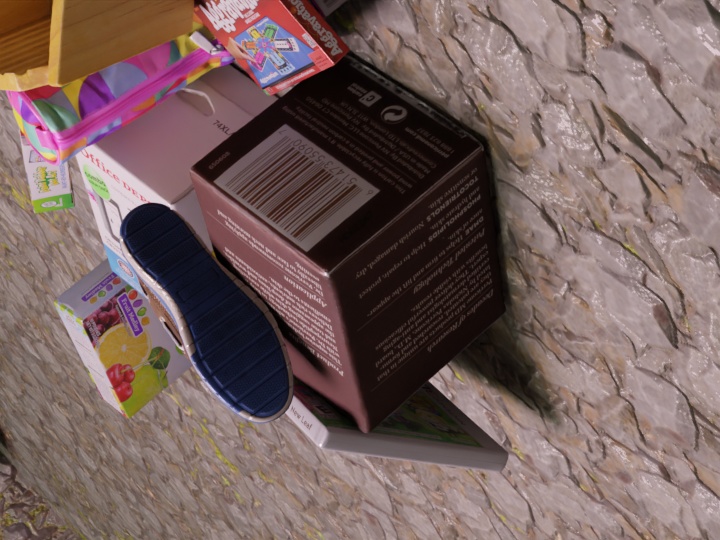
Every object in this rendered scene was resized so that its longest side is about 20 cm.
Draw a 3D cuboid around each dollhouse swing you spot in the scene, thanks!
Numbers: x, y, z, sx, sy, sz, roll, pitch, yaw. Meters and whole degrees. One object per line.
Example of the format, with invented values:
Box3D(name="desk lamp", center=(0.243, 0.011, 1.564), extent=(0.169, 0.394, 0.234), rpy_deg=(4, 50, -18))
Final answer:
Box3D(name="dollhouse swing", center=(-0.245, -0.255, 1.543), extent=(0.199, 0.181, 0.177), rpy_deg=(12, 122, 50))

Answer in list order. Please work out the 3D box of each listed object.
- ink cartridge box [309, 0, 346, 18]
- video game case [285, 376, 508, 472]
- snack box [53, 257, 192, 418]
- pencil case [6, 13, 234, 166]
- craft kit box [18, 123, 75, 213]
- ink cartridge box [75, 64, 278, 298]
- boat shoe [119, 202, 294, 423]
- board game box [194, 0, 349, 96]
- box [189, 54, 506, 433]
Box3D(name="ink cartridge box", center=(-0.079, -0.225, 1.537), extent=(0.095, 0.037, 0.200), rpy_deg=(54, 161, -11))
Box3D(name="video game case", center=(0.001, 0.105, 1.652), extent=(0.199, 0.022, 0.182), rpy_deg=(11, -161, -39))
Box3D(name="snack box", center=(-0.186, 0.027, 1.926), extent=(0.053, 0.200, 0.143), rpy_deg=(31, 152, 40))
Box3D(name="pencil case", center=(-0.195, -0.167, 1.647), extent=(0.089, 0.199, 0.089), rpy_deg=(51, 164, 21))
Box3D(name="craft kit box", center=(-0.292, -0.176, 1.780), extent=(0.198, 0.048, 0.202), rpy_deg=(117, 143, -72))
Box3D(name="ink cartridge box", center=(-0.144, -0.069, 1.759), extent=(0.146, 0.146, 0.201), rpy_deg=(36, 153, 31))
Box3D(name="boat shoe", center=(-0.116, 0.038, 1.548), extent=(0.201, 0.072, 0.072), rpy_deg=(56, 167, 16))
Box3D(name="board game box", center=(-0.073, -0.184, 1.481), extent=(0.103, 0.019, 0.200), rpy_deg=(50, 167, -9))
Box3D(name="box", center=(-0.006, -0.022, 1.537), extent=(0.165, 0.164, 0.201), rpy_deg=(36, 155, 33))
